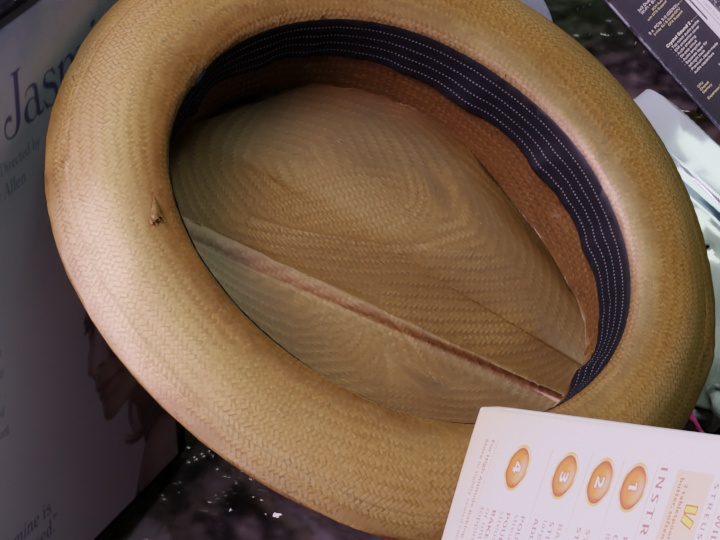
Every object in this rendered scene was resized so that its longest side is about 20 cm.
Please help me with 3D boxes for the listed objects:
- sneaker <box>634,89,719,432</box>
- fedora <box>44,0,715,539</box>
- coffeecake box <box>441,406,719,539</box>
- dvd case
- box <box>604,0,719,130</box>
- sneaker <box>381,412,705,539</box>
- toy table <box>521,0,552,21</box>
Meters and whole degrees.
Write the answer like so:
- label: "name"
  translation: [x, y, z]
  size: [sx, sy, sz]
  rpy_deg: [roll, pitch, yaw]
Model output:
- label: "sneaker"
  translation: [0.135, 0.028, 0.923]
  size: [0.071, 0.073, 0.200]
  rpy_deg: [-45, 60, 0]
- label: "fedora"
  translation: [0.000, 0.000, 0.820]
  size: [0.201, 0.082, 0.201]
  rpy_deg: [9, 61, -16]
- label: "coffeecake box"
  translation: [0.079, 0.118, 0.650]
  size: [0.073, 0.200, 0.154]
  rpy_deg: [19, 83, -22]
- label: "dvd case"
  translation: [-0.095, 0.006, 0.823]
  size: [0.018, 0.200, 0.143]
  rpy_deg: [16, 36, 24]
- label: "box"
  translation: [0.180, -0.131, 0.963]
  size: [0.200, 0.050, 0.158]
  rpy_deg: [-46, 55, 12]
- label: "sneaker"
  translation: [0.087, 0.064, 0.870]
  size: [0.200, 0.074, 0.087]
  rpy_deg: [22, 55, 26]
- label: "toy table"
  translation: [-0.011, -0.139, 1.042]
  size: [0.200, 0.117, 0.184]
  rpy_deg: [26, 50, 24]
